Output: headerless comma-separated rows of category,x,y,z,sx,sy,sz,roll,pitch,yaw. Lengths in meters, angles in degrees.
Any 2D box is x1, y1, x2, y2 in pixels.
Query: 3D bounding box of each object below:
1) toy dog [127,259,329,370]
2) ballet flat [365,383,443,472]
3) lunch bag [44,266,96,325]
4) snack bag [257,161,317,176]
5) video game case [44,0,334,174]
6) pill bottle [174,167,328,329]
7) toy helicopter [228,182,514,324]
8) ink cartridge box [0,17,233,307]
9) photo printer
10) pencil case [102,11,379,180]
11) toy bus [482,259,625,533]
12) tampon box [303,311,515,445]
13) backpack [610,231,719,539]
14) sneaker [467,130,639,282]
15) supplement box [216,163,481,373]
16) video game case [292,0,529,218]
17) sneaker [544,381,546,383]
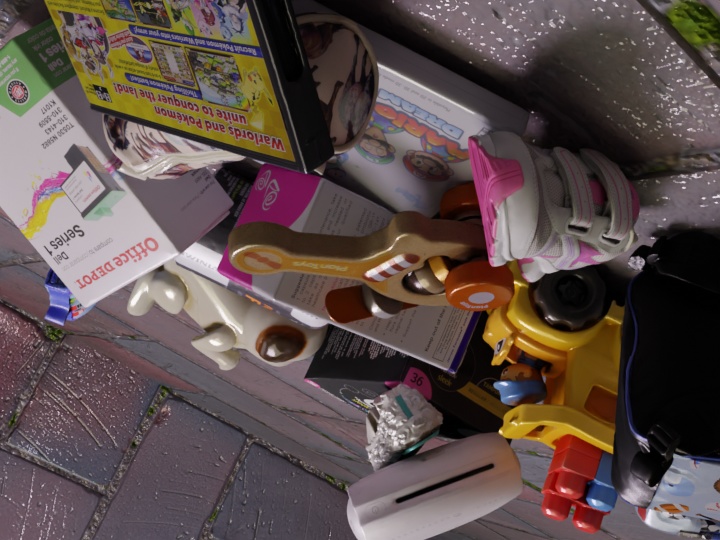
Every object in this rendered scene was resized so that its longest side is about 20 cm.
toy dog,-0.122,0.023,1.054,0.200,0.140,0.194,36,127,9
ballet flat,0.037,0.149,0.926,0.072,0.072,0.200,24,159,2
lunch bag,-0.248,-0.035,0.938,0.094,0.200,0.151,27,162,-8
snack bag,-0.081,-0.135,0.728,0.188,0.021,0.200,26,160,-6
video game case,-0.109,-0.149,0.479,0.200,0.025,0.181,21,139,41
pill bottle,-0.069,-0.011,0.928,0.200,0.106,0.106,26,162,-4
toy helicopter,0.005,-0.004,0.679,0.200,0.079,0.132,6,153,-14
ink cartridge box,-0.223,-0.086,0.774,0.145,0.084,0.200,-24,109,39
photo printer,0.068,0.216,0.917,0.166,0.070,0.200,-19,163,-6
pencil case,-0.083,-0.099,0.591,0.200,0.090,0.078,-1,150,47
toy bus,0.180,0.108,0.799,0.200,0.192,0.136,25,164,5
tampon box,0.066,0.094,1.014,0.150,0.126,0.200,32,161,-24
backpack,0.268,0.093,0.638,0.190,0.200,0.154,4,138,14
sneaker,0.125,-0.045,0.597,0.088,0.081,0.200,-13,171,20
supplement box,0.000,0.000,0.792,0.200,0.103,0.101,23,179,-37
video game case,-0.011,-0.107,0.656,0.200,0.024,0.182,25,159,-9
sneaker,0.278,0.133,0.940,0.200,0.076,0.114,4,-156,-20
